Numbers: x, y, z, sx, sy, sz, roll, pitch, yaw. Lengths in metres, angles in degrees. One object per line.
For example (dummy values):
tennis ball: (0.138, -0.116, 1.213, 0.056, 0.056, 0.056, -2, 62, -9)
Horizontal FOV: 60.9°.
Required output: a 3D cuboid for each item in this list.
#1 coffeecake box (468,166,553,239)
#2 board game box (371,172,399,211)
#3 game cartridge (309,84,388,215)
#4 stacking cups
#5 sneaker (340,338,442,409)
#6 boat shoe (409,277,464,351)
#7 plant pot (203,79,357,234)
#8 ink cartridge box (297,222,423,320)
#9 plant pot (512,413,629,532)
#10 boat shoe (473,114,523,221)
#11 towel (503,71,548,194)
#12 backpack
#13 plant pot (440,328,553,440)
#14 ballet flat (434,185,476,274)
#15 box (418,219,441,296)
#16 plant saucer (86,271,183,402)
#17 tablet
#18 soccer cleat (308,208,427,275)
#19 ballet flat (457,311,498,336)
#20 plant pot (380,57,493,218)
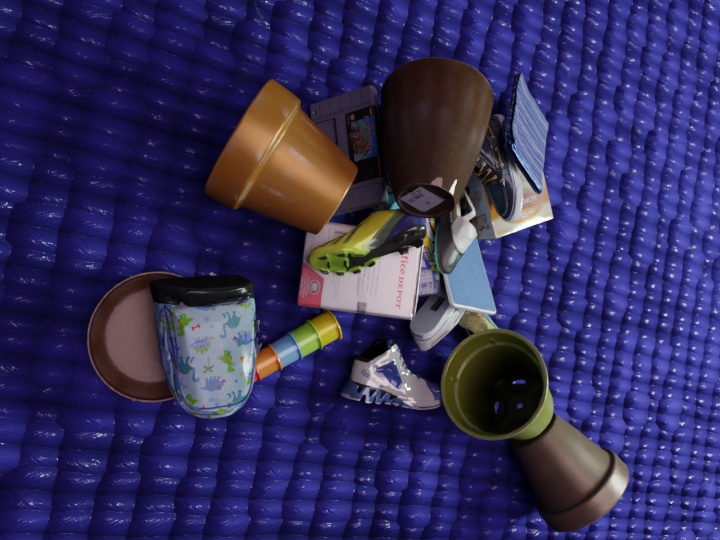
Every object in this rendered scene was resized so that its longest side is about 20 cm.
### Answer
coffeecake box: (0.286, -0.180, 1.224, 0.152, 0.073, 0.202, -19, 98, -23)
board game box: (0.075, -0.194, 1.093, 0.199, 0.047, 0.151, -34, 65, -20)
game cartridge: (-0.020, -0.201, 1.035, 0.038, 0.129, 0.202, 7, 75, -57)
stacking cups: (-0.130, 0.133, 1.041, 0.199, 0.060, 0.061, -25, 101, -21)
sneaker: (0.067, 0.186, 1.121, 0.198, 0.080, 0.116, 11, 88, -24)
boat shoe: (0.165, 0.072, 1.181, 0.200, 0.073, 0.066, -40, 137, -25)
plant pot: (-0.112, -0.157, 0.948, 0.182, 0.200, 0.201, 32, 78, -11)
ink cartridge box: (0.000, 0.000, 1.050, 0.198, 0.085, 0.147, 8, 88, -1)
plant pot: (0.407, 0.392, 1.241, 0.200, 0.200, 0.175, -39, 89, -20)
boat shoe: (0.235, -0.186, 1.128, 0.090, 0.071, 0.202, -9, 87, -22)
towel: (0.319, -0.260, 1.155, 0.145, 0.024, 0.201, 44, 48, -35)
backpack: (-0.228, 0.118, 0.920, 0.162, 0.153, 0.202, 0, 104, -32)
plant pot: (0.279, 0.236, 1.158, 0.184, 0.199, 0.202, 39, 73, -49)
ballet flat: (0.174, -0.086, 1.114, 0.068, 0.068, 0.201, 42, 41, -39)
box: (0.102, -0.054, 1.134, 0.064, 0.070, 0.202, -5, 93, -10)
plant saucer: (-0.321, 0.103, 0.959, 0.199, 0.037, 0.203, 0, 90, -26)
tablet: (0.190, -0.016, 1.153, 0.129, 0.014, 0.202, 12, 58, -39)
soccer cleat: (0.009, -0.052, 0.991, 0.198, 0.065, 0.084, -18, 56, -1)
ballet flat: (0.267, 0.143, 1.231, 0.200, 0.071, 0.071, 42, 74, -21)
plant pot: (0.110, -0.192, 0.965, 0.186, 0.187, 0.202, 22, 61, -24)
